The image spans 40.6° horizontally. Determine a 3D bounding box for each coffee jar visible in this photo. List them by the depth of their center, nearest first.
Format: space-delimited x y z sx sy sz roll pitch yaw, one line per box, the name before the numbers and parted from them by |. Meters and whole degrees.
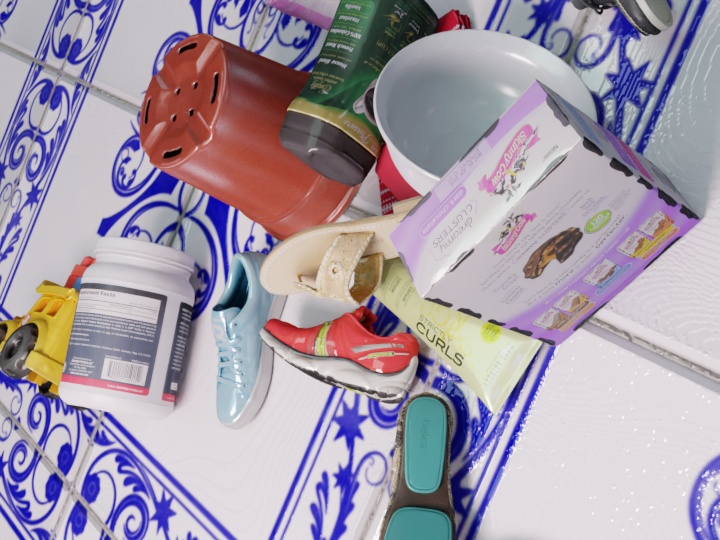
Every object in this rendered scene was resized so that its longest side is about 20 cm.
coffee jar | -0.003 -0.192 0.989 0.085 0.104 0.202 21 84 38

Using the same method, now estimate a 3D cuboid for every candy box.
candy box | 0.148 -0.035 0.771 0.168 0.199 0.072 -45 50 22

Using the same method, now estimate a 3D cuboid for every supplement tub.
supplement tub | -0.281 0.072 1.189 0.139 0.139 0.203 0 76 43

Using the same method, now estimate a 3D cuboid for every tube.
tube | 0.082 0.047 0.916 0.200 0.051 0.059 40 142 41

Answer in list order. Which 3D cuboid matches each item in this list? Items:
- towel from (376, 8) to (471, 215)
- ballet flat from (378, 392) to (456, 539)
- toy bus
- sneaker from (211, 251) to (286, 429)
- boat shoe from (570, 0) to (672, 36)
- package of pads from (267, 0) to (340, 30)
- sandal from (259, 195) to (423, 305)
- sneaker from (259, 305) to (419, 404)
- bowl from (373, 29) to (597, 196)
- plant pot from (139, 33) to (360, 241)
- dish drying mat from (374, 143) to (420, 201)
towel | 0.066 -0.159 1.018 0.144 0.022 0.203 -25 61 37
ballet flat | 0.052 0.212 0.872 0.067 0.076 0.202 6 61 2
toy bus | -0.409 0.073 1.331 0.198 0.135 0.194 4 66 47
sneaker | -0.143 0.074 1.097 0.073 0.081 0.203 2 78 44
boat shoe | 0.214 -0.267 0.876 0.066 0.074 0.201 -40 52 29
package of pads | -0.077 -0.374 1.156 0.076 0.120 0.201 -49 49 27
sandal | -0.002 -0.003 0.917 0.209 0.078 0.070 -21 47 13
sneaker | -0.018 0.075 0.996 0.198 0.077 0.086 15 75 38
bowl | 0.107 -0.119 0.884 0.091 0.198 0.203 95 157 -53
plant pot | -0.124 -0.153 1.075 0.199 0.194 0.204 -15 66 39
dish drying mat | 0.087 -0.066 0.949 0.200 0.018 0.077 49 119 31
